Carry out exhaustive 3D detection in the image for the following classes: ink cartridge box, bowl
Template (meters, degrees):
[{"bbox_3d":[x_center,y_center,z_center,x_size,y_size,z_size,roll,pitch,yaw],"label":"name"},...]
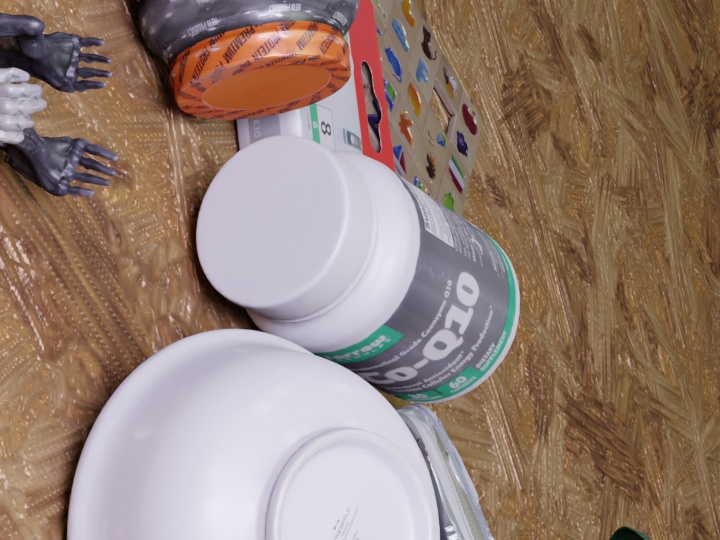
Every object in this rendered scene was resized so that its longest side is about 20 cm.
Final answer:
[{"bbox_3d":[-0.012,-0.119,1.336,0.200,0.050,0.162,13,67,-59],"label":"ink cartridge box"},{"bbox_3d":[-0.030,0.124,1.017,0.201,0.090,0.202,7,79,-38],"label":"bowl"}]

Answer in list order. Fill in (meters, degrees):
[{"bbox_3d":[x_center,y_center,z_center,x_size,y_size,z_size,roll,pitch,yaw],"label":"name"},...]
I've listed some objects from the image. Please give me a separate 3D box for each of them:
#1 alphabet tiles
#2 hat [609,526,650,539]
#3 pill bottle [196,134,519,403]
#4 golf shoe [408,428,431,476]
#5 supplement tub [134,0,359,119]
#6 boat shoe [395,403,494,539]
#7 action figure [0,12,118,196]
[{"bbox_3d":[0.027,-0.127,1.488,0.200,0.008,0.167,58,29,-30],"label":"alphabet tiles"},{"bbox_3d":[0.115,0.264,1.416,0.200,0.175,0.166,121,-44,-72],"label":"hat"},{"bbox_3d":[0.000,0.000,1.221,0.200,0.113,0.113,28,50,-56],"label":"pill bottle"},{"bbox_3d":[-0.034,0.112,1.137,0.200,0.072,0.092,22,63,-48],"label":"golf shoe"},{"bbox_3d":[-0.069,-0.191,1.186,0.122,0.122,0.201,16,61,-62],"label":"supplement tub"},{"bbox_3d":[0.053,0.175,1.273,0.065,0.074,0.203,-13,80,-61],"label":"boat shoe"},{"bbox_3d":[-0.173,-0.104,0.938,0.200,0.102,0.119,31,59,-58],"label":"action figure"}]
